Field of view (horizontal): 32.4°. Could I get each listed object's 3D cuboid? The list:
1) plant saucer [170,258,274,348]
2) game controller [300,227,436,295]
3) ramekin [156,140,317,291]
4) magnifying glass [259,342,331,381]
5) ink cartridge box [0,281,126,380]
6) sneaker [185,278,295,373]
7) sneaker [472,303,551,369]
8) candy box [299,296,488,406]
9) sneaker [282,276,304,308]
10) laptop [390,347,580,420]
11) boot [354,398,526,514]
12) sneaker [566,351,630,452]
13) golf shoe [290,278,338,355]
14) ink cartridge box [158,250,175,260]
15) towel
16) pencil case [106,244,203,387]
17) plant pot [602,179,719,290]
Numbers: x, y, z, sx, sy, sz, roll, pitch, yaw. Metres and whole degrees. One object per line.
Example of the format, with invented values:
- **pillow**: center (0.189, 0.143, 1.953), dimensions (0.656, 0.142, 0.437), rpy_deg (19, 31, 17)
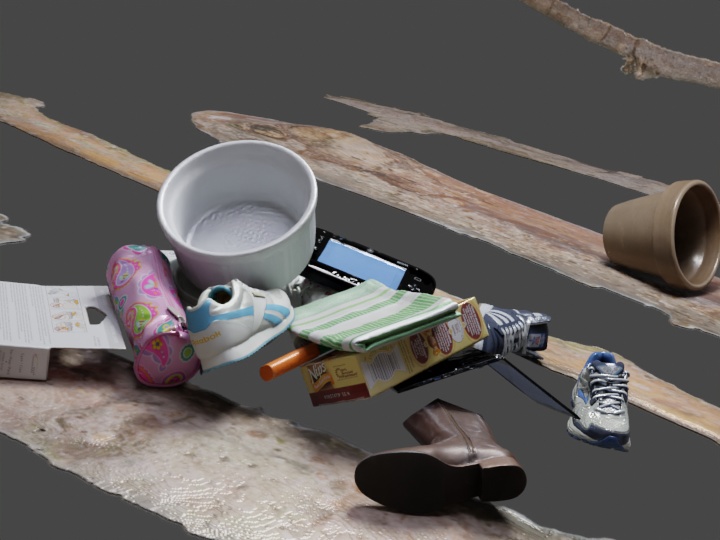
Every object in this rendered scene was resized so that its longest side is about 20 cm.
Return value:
- **plant saucer**: center (-0.187, 0.029, 1.579), dimensions (0.198, 0.051, 0.201), rpy_deg (7, 36, -5)
- **game controller**: center (0.000, 0.000, 1.606), dimensions (0.198, 0.042, 0.105), rpy_deg (22, 40, 5)
- **ramekin**: center (-0.148, -0.060, 1.545), dimensions (0.198, 0.098, 0.202), rpy_deg (-2, 48, 3)
- **magnifying glass**: center (-0.040, 0.088, 1.463), dimensions (0.199, 0.023, 0.079), rpy_deg (-21, -3, -44)
- **ink cartridge box**: center (-0.373, 0.067, 1.441), dimensions (0.174, 0.045, 0.200), rpy_deg (5, 19, -19)
- **sneaker**: center (-0.135, 0.047, 1.419), dimensions (0.076, 0.082, 0.200), rpy_deg (-20, 8, 20)
- **sneaker**: center (0.203, 0.094, 1.697), dimensions (0.107, 0.071, 0.200), rpy_deg (12, 14, 8)
- **candy box**: center (0.041, 0.095, 1.452), dimensions (0.199, 0.056, 0.115), rpy_deg (-22, 4, -38)
- **sneaker**: center (-0.078, 0.022, 1.712), dimensions (0.199, 0.074, 0.070), rpy_deg (-3, -5, -42)
- **laptop**: center (0.133, 0.150, 1.489), dimensions (0.198, 0.104, 0.177), rpy_deg (-17, 3, -8)
- **boot**: center (0.066, 0.188, 1.326), dimensions (0.184, 0.065, 0.200), rpy_deg (7, 14, -13)
- **sneaker**: center (0.297, 0.155, 1.533), dimensions (0.076, 0.086, 0.200), rpy_deg (11, 17, -1)
- **golf shoe**: center (-0.055, 0.055, 1.603), dimensions (0.092, 0.073, 0.200), rpy_deg (48, 18, 6)
- **ink cartridge box**: center (-0.240, 0.019, 1.704), dimensions (0.094, 0.038, 0.200), rpy_deg (2, 18, -28)
- **towel**: center (0.005, 0.051, 1.441), dimensions (0.151, 0.024, 0.199), rpy_deg (-20, 17, -26)
- **pencil case**: center (-0.242, 0.050, 1.456), dimensions (0.087, 0.088, 0.200), rpy_deg (3, 31, -25)
- **plant pot**: center (0.551, -0.067, 2.295), dimensions (0.173, 0.203, 0.199), rpy_deg (3, 6, 44)
